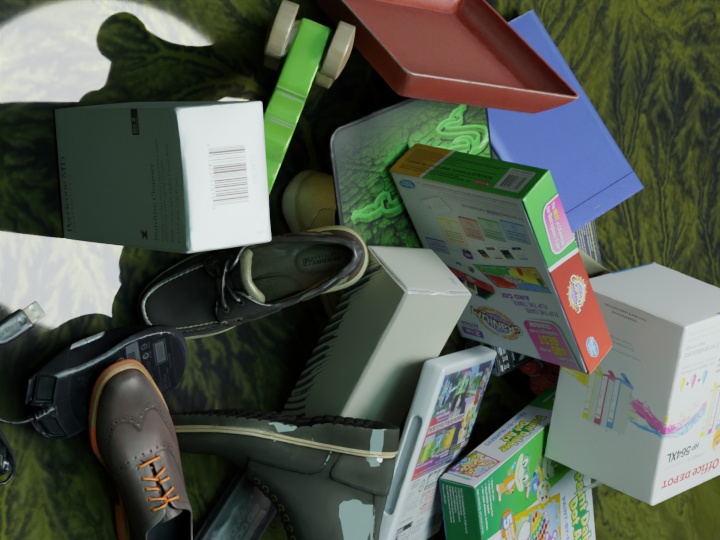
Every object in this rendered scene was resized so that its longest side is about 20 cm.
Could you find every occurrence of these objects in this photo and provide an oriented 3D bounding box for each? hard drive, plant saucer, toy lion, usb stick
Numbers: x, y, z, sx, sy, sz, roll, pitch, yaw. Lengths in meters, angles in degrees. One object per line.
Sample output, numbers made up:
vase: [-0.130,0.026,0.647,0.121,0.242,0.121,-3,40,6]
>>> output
hard drive: [0.166,-0.133,1.779,0.132,0.025,0.200,-30,87,-34]
plant saucer: [0.063,-0.200,1.666,0.199,0.200,0.037,4,124,-38]
toy lion: [-0.069,-0.117,1.562,0.068,0.200,0.192,21,91,-4]
usb stick: [-0.118,0.235,1.645,0.055,0.033,0.200,42,70,-25]

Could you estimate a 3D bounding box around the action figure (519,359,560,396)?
action figure: [0.232,0.111,1.887,0.199,0.052,0.066,16,102,-35]

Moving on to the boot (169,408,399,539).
boot: [-0.073,0.189,1.589,0.077,0.199,0.139,-9,104,-79]

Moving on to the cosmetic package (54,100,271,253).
cosmetic package: [-0.157,-0.076,1.483,0.081,0.200,0.113,-9,97,-37]

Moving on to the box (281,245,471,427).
box: [0.009,0.078,1.644,0.082,0.068,0.201,3,124,-42]

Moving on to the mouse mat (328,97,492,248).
mouse mat: [0.051,-0.074,1.673,0.200,0.008,0.162,-26,117,-40]

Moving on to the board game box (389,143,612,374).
board game box: [0.123,-0.010,1.648,0.040,0.153,0.200,-46,131,-27]

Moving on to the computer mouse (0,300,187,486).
computer mouse: [-0.237,0.071,1.522,0.199,0.046,0.141,-28,129,-23]

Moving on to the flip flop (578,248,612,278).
flip flop: [0.228,0.034,1.811,0.200,0.057,0.081,32,76,-37]

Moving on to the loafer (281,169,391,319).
loafer: [0.000,0.000,1.690,0.076,0.068,0.200,-46,119,-25]

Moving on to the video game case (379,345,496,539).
video game case: [0.063,0.160,1.691,0.200,0.023,0.183,-4,113,-73]

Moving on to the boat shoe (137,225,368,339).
boat shoe: [-0.092,0.005,1.569,0.199,0.065,0.074,-20,84,1]

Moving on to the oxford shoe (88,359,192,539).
oxford shoe: [-0.168,0.164,1.546,0.071,0.072,0.201,-26,124,-24]

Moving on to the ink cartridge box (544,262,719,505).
ink cartridge box: [0.265,0.113,1.754,0.128,0.125,0.201,-13,118,-47]

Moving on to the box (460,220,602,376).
box: [0.155,-0.020,1.817,0.157,0.050,0.201,-23,108,-34]

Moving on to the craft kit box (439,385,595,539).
craft kit box: [0.153,0.241,1.796,0.197,0.048,0.201,-36,126,-48]
